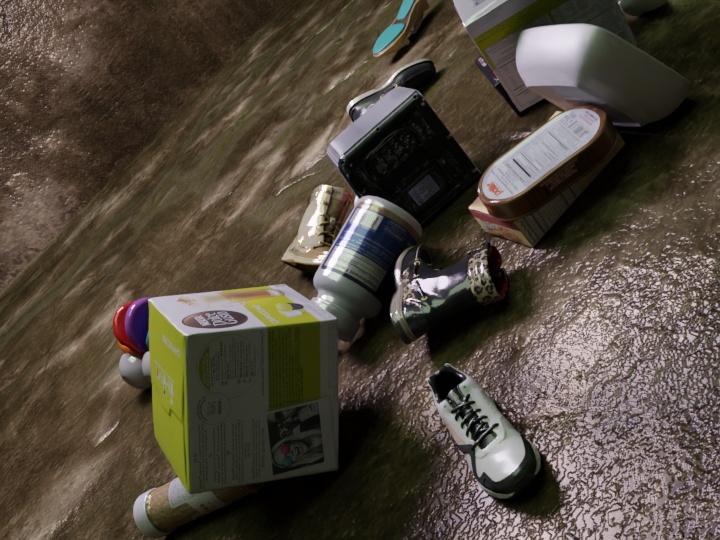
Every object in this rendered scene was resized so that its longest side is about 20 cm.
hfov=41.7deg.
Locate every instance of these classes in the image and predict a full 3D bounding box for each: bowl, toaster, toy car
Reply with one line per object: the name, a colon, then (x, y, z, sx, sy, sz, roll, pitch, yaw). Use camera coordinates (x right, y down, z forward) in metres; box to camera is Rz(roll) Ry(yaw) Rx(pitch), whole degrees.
bowl: (0.315, -0.256, 1.281, 0.075, 0.199, 0.200, -66, 26, 1)
toaster: (0.061, -0.165, 1.504, 0.200, 0.181, 0.119, -41, 23, 2)
toy car: (-0.374, 0.114, 1.727, 0.200, 0.150, 0.175, -9, 42, 49)

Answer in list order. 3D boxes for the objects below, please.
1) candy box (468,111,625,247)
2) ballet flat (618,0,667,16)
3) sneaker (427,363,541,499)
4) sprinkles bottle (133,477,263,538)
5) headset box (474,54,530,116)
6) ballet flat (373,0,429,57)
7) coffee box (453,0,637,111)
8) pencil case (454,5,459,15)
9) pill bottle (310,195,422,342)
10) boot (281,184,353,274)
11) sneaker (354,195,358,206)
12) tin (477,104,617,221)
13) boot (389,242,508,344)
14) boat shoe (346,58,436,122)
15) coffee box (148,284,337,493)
candy box: (0.257, -0.130, 1.312, 0.200, 0.055, 0.115, -48, 28, -9)
ballet flat: (0.442, -0.446, 1.527, 0.069, 0.069, 0.200, -35, 23, 17)
sneaker: (0.125, 0.172, 1.027, 0.074, 0.080, 0.200, -41, 28, 0)
sprinkles bottle: (-0.227, 0.311, 1.322, 0.200, 0.068, 0.068, -30, 29, 26)
headset box: (0.304, -0.367, 1.573, 0.200, 0.077, 0.149, -38, 27, 13)
ballet flat: (0.100, -0.548, 2.147, 0.069, 0.063, 0.200, 13, 66, 49)
coffee box: (0.260, -0.403, 1.407, 0.200, 0.198, 0.200, -29, 46, 18)
pencil case: (0.280, -0.583, 1.917, 0.200, 0.083, 0.091, -49, 5, -9)
pill bottle: (0.000, 0.000, 1.391, 0.111, 0.111, 0.200, 7, 64, 58)
boot: (-0.054, -0.068, 1.600, 0.200, 0.073, 0.156, 10, 75, 65)
sneaker: (0.014, -0.151, 1.665, 0.112, 0.071, 0.200, -13, 32, 40)
tin: (0.245, -0.144, 1.252, 0.200, 0.042, 0.112, -37, 29, 6)
boot: (0.121, 0.009, 1.281, 0.150, 0.073, 0.200, -24, 21, 22)
boat shoe: (0.071, -0.351, 1.898, 0.201, 0.074, 0.063, -33, 62, -1)
coffee box: (-0.155, 0.143, 1.220, 0.197, 0.201, 0.200, -5, 13, -24)
